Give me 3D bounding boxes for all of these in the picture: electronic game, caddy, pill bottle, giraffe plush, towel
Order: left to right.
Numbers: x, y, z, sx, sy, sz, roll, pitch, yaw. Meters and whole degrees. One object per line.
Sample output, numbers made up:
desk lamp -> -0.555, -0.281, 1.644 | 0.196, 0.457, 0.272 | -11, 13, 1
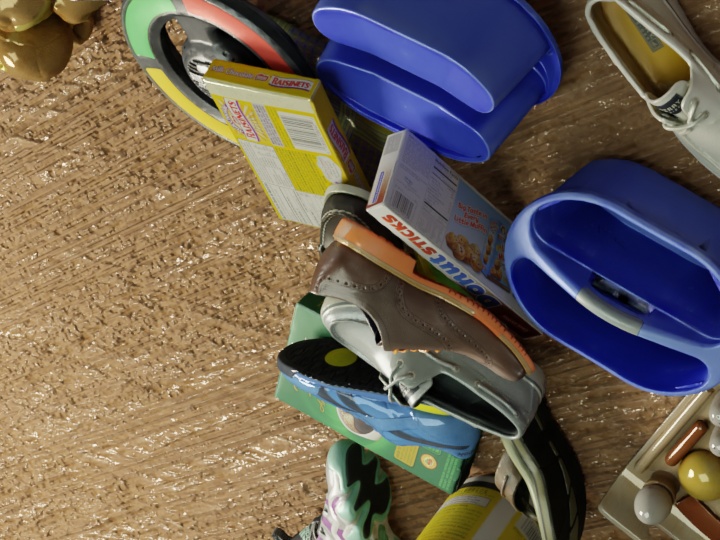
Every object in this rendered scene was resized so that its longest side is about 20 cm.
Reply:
giraffe plush -> -0.291, -0.236, 1.394 | 0.171, 0.201, 0.163 | 13, 136, -4
electronic game -> -0.112, -0.165, 1.333 | 0.199, 0.042, 0.200 | 28, 155, 14
towel -> -0.032, -0.128, 1.387 | 0.199, 0.023, 0.144 | 32, 133, 13
caddy -> 0.057, -0.176, 1.242 | 0.199, 0.105, 0.142 | 28, 155, 16
pill bottle -> 0.087, 0.284, 1.459 | 0.111, 0.200, 0.112 | 17, 127, 24
caddy -> 0.209, 0.008, 1.244 | 0.199, 0.105, 0.142 | 30, 133, 14

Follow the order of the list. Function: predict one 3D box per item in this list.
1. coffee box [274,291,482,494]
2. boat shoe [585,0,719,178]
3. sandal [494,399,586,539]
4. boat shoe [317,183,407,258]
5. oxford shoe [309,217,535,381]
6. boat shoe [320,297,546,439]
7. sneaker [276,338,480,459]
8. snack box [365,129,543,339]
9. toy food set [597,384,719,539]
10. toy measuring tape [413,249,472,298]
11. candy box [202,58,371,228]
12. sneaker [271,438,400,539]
coffee box -> 0.021, 0.109, 1.494 | 0.199, 0.044, 0.124 | 26, 129, 17
boat shoe -> 0.233, -0.129, 1.172 | 0.071, 0.070, 0.200 | -31, 99, 43
sandal -> 0.145, 0.167, 1.429 | 0.057, 0.080, 0.202 | -18, 99, 35
boat shoe -> 0.000, 0.000, 1.369 | 0.071, 0.061, 0.202 | 16, 154, 18
oxford shoe -> 0.049, 0.040, 1.291 | 0.199, 0.073, 0.071 | 34, 177, -11
boat shoe -> 0.055, 0.080, 1.337 | 0.200, 0.072, 0.070 | 23, 144, 1
sneaker -> 0.013, 0.118, 1.432 | 0.199, 0.066, 0.079 | 15, 127, 25
snack box -> 0.085, -0.026, 1.283 | 0.024, 0.072, 0.200 | -15, 138, 43
toy food set -> 0.301, 0.182, 1.340 | 0.143, 0.060, 0.200 | 38, 134, 8
toy measuring tape -> 0.072, -0.006, 1.360 | 0.073, 0.074, 0.201 | 10, 127, 29
candy box -> -0.050, -0.095, 1.330 | 0.102, 0.027, 0.200 | 16, 155, 26
sneaker -> -0.033, 0.253, 1.605 | 0.139, 0.078, 0.201 | 0, 118, 34
